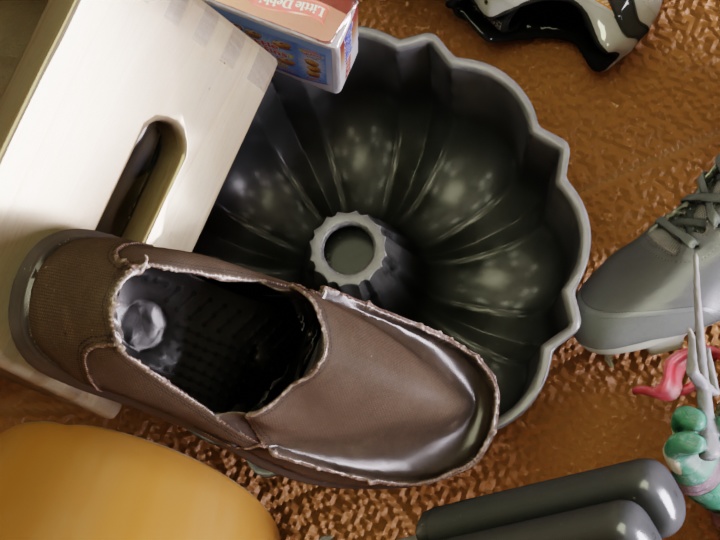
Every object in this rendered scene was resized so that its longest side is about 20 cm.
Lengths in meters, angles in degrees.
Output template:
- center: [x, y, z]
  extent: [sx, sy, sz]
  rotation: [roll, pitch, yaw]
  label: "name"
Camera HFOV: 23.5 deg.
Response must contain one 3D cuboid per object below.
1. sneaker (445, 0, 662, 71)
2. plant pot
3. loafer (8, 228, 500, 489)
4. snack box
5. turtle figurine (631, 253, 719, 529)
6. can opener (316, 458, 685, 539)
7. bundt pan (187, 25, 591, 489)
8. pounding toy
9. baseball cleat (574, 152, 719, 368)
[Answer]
- center: [0.047, -0.154, 0.790]
  extent: [0.200, 0.074, 0.080]
  rotation: [20, 80, 13]
  label: "sneaker"
- center: [-0.117, 0.167, 0.673]
  extent: [0.200, 0.200, 0.183]
  rotation: [11, 61, 10]
  label: "plant pot"
- center: [-0.026, 0.040, 0.625]
  extent: [0.200, 0.071, 0.073]
  rotation: [16, 85, -29]
  label: "loafer"
- center: [-0.097, -0.125, 0.706]
  extent: [0.200, 0.072, 0.024]
  rotation: [21, 81, 3]
  label: "snack box"
- center: [0.184, 0.089, 0.689]
  extent: [0.150, 0.101, 0.200]
  rotation: [-8, 82, -12]
  label: "turtle figurine"
- center: [0.042, 0.123, 0.687]
  extent: [0.200, 0.053, 0.066]
  rotation: [-25, 107, 38]
  label: "can opener"
- center: [0.000, 0.000, 0.751]
  extent: [0.202, 0.076, 0.202]
  rotation: [-2, 75, 8]
  label: "bundt pan"
- center: [-0.152, -0.021, 0.704]
  extent: [0.184, 0.142, 0.200]
  rotation: [15, 77, 43]
  label: "pounding toy"
- center: [0.165, -0.045, 0.729]
  extent: [0.200, 0.106, 0.070]
  rotation: [-30, 29, -9]
  label: "baseball cleat"
